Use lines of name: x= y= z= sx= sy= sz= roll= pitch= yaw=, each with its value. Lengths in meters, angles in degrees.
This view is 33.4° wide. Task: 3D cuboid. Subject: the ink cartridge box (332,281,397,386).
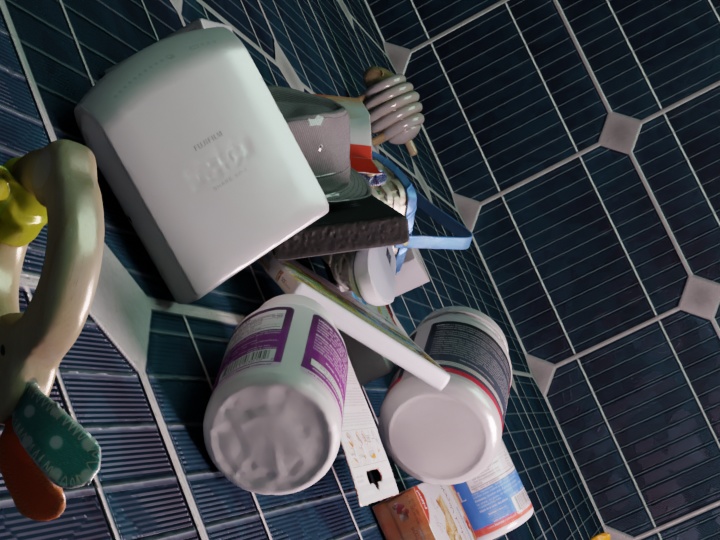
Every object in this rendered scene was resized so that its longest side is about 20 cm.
ink cartridge box: x=-0.003 y=0.067 z=1.481 sx=0.117 sy=0.067 sz=0.200 roll=64 pitch=11 yaw=-4

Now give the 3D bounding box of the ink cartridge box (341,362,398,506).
ink cartridge box: x=-0.032 y=0.144 z=1.222 sx=0.162 sy=0.050 sz=0.202 roll=22 pitch=48 yaw=-74

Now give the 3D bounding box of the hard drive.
hard drive: x=-0.034 y=-0.050 z=1.289 sx=0.200 sy=0.138 sz=0.033 roll=-134 pitch=-142 yaw=-77

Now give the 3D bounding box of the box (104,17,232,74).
box: x=-0.143 y=-0.124 z=1.156 sx=0.202 sy=0.112 sz=0.101 roll=64 pitch=12 yaw=-2

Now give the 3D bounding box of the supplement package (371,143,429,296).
supplement package: x=0.004 y=-0.064 z=1.666 sx=0.110 sy=0.113 sz=0.202 roll=50 pitch=18 yaw=-68

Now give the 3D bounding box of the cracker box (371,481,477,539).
cracker box: x=0.087 y=0.312 z=1.379 sx=0.135 sy=0.057 sz=0.200 roll=65 pitch=12 yaw=10

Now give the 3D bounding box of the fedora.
fedora: x=-0.077 y=-0.140 z=1.280 sx=0.177 sy=0.198 sz=0.091 roll=49 pitch=-46 yaw=52

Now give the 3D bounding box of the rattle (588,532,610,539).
rattle: x=0.378 y=0.552 z=1.977 sx=0.201 sy=0.141 sz=0.131 roll=-108 pitch=-174 yaw=-59

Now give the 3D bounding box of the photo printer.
photo printer: x=-0.137 y=-0.098 z=1.027 sx=0.069 sy=0.166 sz=0.201 roll=-6 pitch=-65 yaw=61

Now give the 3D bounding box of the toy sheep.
toy sheep: x=0.063 y=-0.324 z=2.447 sx=0.202 sy=0.137 sz=0.138 roll=63 pitch=12 yaw=-4

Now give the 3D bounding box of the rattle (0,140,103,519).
rattle: x=-0.211 y=0.021 z=0.632 sx=0.142 sy=0.129 sz=0.202 roll=27 pitch=64 yaw=-54

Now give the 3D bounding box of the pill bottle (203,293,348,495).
pill bottle: x=-0.067 y=0.096 z=1.028 sx=0.113 sy=0.111 sz=0.200 roll=60 pitch=13 yaw=-17

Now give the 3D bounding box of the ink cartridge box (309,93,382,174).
ink cartridge box: x=-0.064 y=-0.172 z=1.449 sx=0.200 sy=0.160 sz=0.051 roll=-117 pitch=-146 yaw=-68

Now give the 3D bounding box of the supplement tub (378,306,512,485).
supplement tub: x=0.103 y=0.140 z=1.397 sx=0.141 sy=0.139 sz=0.200 roll=60 pitch=23 yaw=-16

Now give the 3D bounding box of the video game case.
video game case: x=-0.015 y=0.044 z=1.266 sx=0.199 sy=0.023 sz=0.182 roll=33 pitch=3 yaw=-24

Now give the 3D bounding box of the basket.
basket: x=0.022 y=-0.072 z=1.499 sx=0.198 sy=0.140 sz=0.176 roll=1 pitch=26 yaw=-39

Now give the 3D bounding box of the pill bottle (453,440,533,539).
pill bottle: x=0.143 y=0.257 z=1.615 sx=0.202 sy=0.111 sz=0.112 roll=65 pitch=12 yaw=5

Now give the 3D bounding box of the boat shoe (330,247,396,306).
boat shoe: x=0.000 y=0.000 z=1.316 sx=0.200 sy=0.065 sz=0.074 roll=-60 pitch=131 yaw=-78
